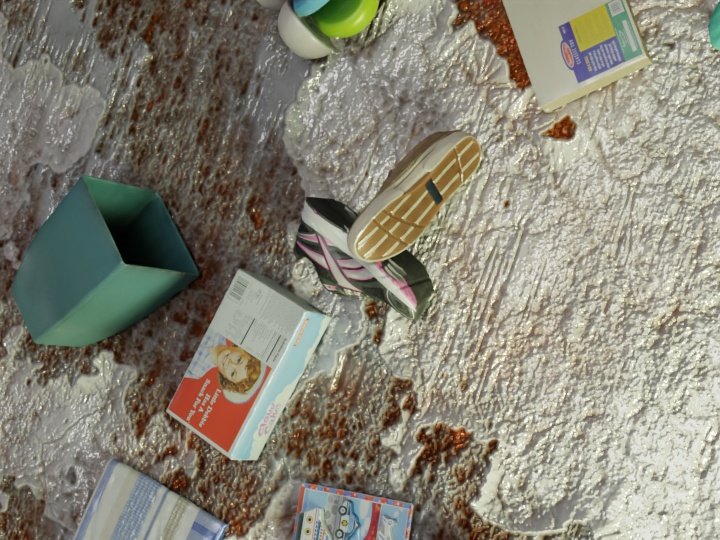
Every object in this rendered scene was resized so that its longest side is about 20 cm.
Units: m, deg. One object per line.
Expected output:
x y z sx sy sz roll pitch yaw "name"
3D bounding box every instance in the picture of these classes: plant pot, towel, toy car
-0.341 0.005 1.623 0.200 0.141 0.142 -41 64 23 "plant pot"
-0.268 0.338 1.580 0.199 0.024 0.147 23 89 27 "towel"
-0.061 -0.374 1.537 0.175 0.150 0.200 -40 65 15 "toy car"

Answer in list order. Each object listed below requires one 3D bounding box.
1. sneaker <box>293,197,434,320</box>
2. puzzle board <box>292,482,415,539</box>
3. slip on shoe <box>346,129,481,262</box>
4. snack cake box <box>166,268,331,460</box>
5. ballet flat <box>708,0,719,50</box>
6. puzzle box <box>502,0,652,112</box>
0.000 0.000 1.488 0.200 0.080 0.087 42 121 28 "sneaker"
-0.021 0.355 1.450 0.150 0.017 0.201 5 82 28 "puzzle board"
0.051 -0.089 1.441 0.200 0.076 0.060 -47 44 -15 "slip on shoe"
-0.135 0.114 1.528 0.115 0.067 0.201 30 95 27 "snack cake box"
0.438 -0.307 1.308 0.200 0.070 0.068 -36 66 17 "ballet flat"
0.235 -0.295 1.438 0.133 0.025 0.201 -23 71 22 "puzzle box"
